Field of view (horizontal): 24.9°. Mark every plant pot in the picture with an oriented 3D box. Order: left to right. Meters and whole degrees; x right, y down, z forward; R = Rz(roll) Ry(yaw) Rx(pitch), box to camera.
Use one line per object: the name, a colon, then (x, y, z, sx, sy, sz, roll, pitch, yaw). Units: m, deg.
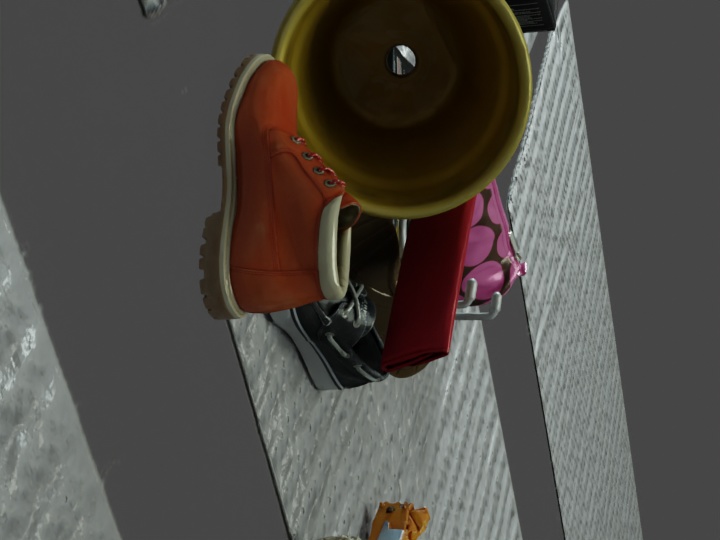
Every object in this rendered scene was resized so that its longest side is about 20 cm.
plant pot: (0.031, -0.158, 1.295, 0.189, 0.198, 0.203, -85, 169, -76)

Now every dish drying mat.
dish drying mat: (0.061, -0.016, 1.316, 0.018, 0.076, 0.202, 29, 58, -28)

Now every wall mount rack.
wall mount rack: (0.091, -0.047, 1.491, 0.200, 0.074, 0.176, 24, 66, -73)

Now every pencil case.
pencil case: (0.110, -0.057, 1.686, 0.201, 0.092, 0.092, 68, 26, -46)

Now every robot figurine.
robot figurine: (0.028, 0.308, 1.408, 0.201, 0.057, 0.146, -78, 157, -43)

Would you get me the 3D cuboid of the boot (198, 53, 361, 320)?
boot: (-0.047, -0.063, 1.143, 0.075, 0.106, 0.202, 51, 38, -60)

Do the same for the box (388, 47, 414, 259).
box: (0.031, -0.090, 1.506, 0.159, 0.045, 0.203, 26, 63, -71)

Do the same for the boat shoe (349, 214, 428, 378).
boat shoe: (0.000, 0.000, 1.375, 0.065, 0.071, 0.202, 47, -18, 59)

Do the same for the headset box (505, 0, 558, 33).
headset box: (0.081, -0.307, 1.490, 0.200, 0.172, 0.094, 58, 34, -56)

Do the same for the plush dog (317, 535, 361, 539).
plush dog: (0.000, 0.286, 1.242, 0.200, 0.159, 0.174, 88, -17, -83)

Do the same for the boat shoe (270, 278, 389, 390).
boat shoe: (-0.022, 0.031, 1.270, 0.201, 0.067, 0.072, 67, 26, -50)
